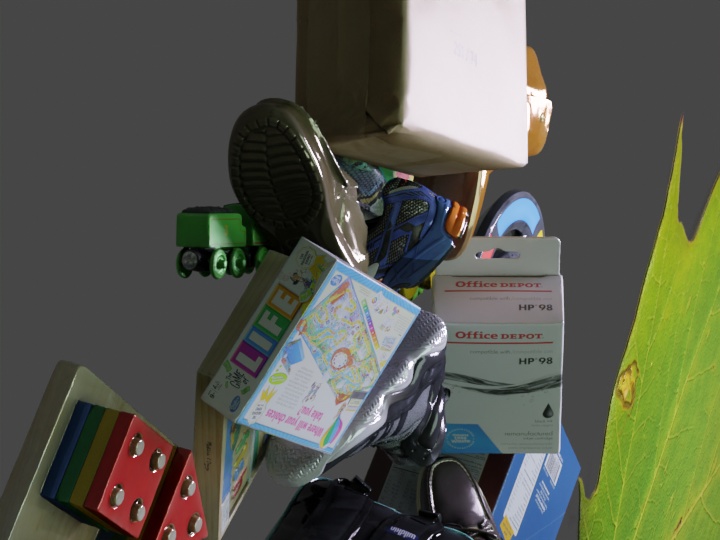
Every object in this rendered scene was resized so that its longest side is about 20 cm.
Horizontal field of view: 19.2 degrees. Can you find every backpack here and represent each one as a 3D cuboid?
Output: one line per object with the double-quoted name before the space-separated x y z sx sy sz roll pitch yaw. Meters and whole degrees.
"backpack" -0.015 0.283 1.750 0.200 0.175 0.154 -44 156 -63

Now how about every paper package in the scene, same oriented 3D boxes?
"paper package" 0.042 -0.178 1.666 0.199 0.103 0.193 12 76 -56

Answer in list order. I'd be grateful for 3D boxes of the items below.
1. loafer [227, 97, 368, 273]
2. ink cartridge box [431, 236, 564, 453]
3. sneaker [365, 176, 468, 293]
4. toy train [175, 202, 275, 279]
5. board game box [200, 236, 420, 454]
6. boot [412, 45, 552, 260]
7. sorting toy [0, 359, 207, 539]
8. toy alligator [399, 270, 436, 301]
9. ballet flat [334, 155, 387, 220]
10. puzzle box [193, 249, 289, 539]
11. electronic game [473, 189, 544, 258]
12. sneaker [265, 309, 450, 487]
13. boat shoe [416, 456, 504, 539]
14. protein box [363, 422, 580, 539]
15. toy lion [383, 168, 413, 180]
"loafer" -0.044 -0.058 1.598 0.201 0.075 0.068 71 25 -43
"ink cartridge box" 0.119 0.068 1.863 0.067 0.115 0.201 -86 175 -49
"sneaker" 0.000 0.000 1.719 0.200 0.078 0.075 -47 -173 21
"toy train" -0.082 -0.024 1.627 0.200 0.041 0.057 -5 96 -65
"board game box" -0.032 0.059 1.562 0.135 0.034 0.200 -58 158 0
"boot" 0.113 -0.104 1.819 0.143 0.070 0.203 9 82 -53
"sorting toy" -0.178 0.195 1.487 0.201 0.069 0.199 -70 155 -17
"toy alligator" 0.039 0.005 1.879 0.200 0.059 0.055 -25 127 -60
"ballet flat" 0.002 -0.047 1.779 0.200 0.074 0.075 49 57 -56
"puzzle box" -0.089 0.098 1.620 0.201 0.025 0.134 97 16 -48
"electronic game" 0.140 0.019 2.129 0.200 0.041 0.202 -43 139 -52
"sneaker" 0.009 0.131 1.739 0.200 0.075 0.114 -43 135 -29
"boat shoe" 0.102 0.252 1.855 0.065 0.073 0.202 123 -47 -63
"protein box" 0.101 0.221 2.029 0.201 0.134 0.199 -67 154 -22
"toy lion" 0.061 -0.177 1.847 0.191 0.068 0.202 -35 133 -46
